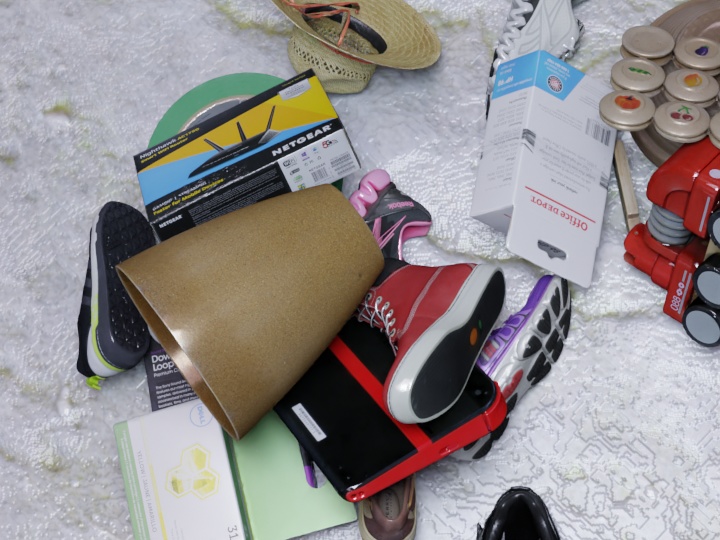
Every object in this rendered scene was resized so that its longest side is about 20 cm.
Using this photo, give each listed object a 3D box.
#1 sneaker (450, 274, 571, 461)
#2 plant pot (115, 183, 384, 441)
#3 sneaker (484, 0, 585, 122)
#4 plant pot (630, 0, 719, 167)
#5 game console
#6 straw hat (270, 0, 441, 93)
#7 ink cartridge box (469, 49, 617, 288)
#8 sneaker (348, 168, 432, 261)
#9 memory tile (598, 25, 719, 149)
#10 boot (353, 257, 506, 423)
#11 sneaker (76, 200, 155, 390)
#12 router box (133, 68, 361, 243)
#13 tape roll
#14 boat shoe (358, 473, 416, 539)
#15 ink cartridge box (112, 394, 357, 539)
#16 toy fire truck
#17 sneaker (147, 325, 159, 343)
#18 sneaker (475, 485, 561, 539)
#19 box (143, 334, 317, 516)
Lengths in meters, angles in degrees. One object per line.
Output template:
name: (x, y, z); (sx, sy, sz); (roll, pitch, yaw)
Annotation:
sneaker: (0.124, 0.078, 1.467); (0.083, 0.081, 0.200); (31, 75, 31)
plant pot: (-0.084, 0.017, 1.395); (0.199, 0.187, 0.187); (-35, 68, -12)
sneaker: (0.177, -0.223, 1.568); (0.080, 0.075, 0.202); (18, 77, 4)
plant pot: (0.350, -0.187, 1.509); (0.199, 0.093, 0.203); (-4, 69, 10)
game console: (0.018, 0.111, 1.423); (0.176, 0.031, 0.200); (-29, 40, -14)
straw hat: (-0.025, -0.228, 1.592); (0.201, 0.200, 0.085); (40, 123, 20)
ink cartridge box: (0.173, -0.090, 1.488); (0.066, 0.115, 0.202); (-11, 61, 52)
sneaker: (0.000, 0.000, 1.516); (0.095, 0.079, 0.201); (33, 72, 4)
memory tile: (0.321, -0.160, 1.409); (0.198, 0.017, 0.154); (13, 44, 14)
boot: (0.030, 0.058, 1.404); (0.143, 0.073, 0.200); (6, 36, 26)
sneaker: (-0.255, 0.022, 1.555); (0.083, 0.071, 0.201); (-33, 43, 36)
router box: (-0.111, -0.103, 1.495); (0.199, 0.051, 0.149); (-26, 32, 0)
tape roll: (-0.118, -0.099, 1.587); (0.198, 0.048, 0.202); (-4, 69, 9)
boat shoe: (0.020, 0.154, 1.442); (0.071, 0.072, 0.201); (-2, 56, -1)
ink cartridge box: (-0.117, 0.186, 1.450); (0.198, 0.048, 0.147); (-17, 69, 6)
toy fire truck: (0.291, -0.060, 1.440); (0.199, 0.177, 0.129); (32, 51, 25)
sneaker: (-0.129, -0.005, 1.497); (0.200, 0.072, 0.072); (-42, 84, 4)
sneaker: (0.136, 0.288, 1.368); (0.076, 0.111, 0.202); (3, 71, 11)
box: (-0.126, 0.142, 1.509); (0.142, 0.036, 0.202); (-14, 70, 4)
